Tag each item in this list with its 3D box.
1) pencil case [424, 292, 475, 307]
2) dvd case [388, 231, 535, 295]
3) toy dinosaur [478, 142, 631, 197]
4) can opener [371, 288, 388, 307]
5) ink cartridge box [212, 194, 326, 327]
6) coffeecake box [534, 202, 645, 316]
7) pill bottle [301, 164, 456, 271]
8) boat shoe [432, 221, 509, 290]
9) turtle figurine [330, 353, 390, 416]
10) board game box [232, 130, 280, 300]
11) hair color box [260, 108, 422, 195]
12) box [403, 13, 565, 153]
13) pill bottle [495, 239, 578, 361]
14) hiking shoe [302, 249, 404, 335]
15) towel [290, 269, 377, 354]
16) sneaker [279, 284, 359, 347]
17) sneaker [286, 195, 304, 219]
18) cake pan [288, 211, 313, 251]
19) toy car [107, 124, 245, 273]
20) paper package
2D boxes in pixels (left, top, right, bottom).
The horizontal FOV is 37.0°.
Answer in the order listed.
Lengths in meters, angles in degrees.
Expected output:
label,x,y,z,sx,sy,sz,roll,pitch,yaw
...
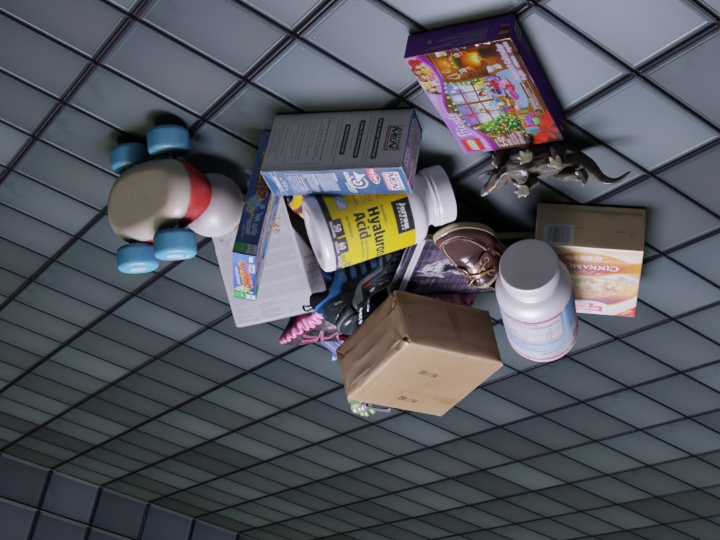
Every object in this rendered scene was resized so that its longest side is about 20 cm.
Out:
label,x,y,z,sx,sy,sz,roll,pitch,yaw
pencil case,0.116,0.061,1.805,0.082,0.087,0.200,-1,158,-24
dvd case,0.154,-0.009,1.649,0.198,0.016,0.149,-2,146,-16
toy dinosaur,0.246,-0.141,1.401,0.198,0.102,0.077,-10,112,13
can opener,0.043,0.059,1.780,0.066,0.053,0.201,7,129,30
ink cartridge box,-0.149,-0.022,1.694,0.162,0.202,0.057,-13,-179,31
coffeecake box,0.338,-0.013,1.598,0.152,0.074,0.200,4,152,13
pill bottle,0.027,-0.079,1.489,0.199,0.112,0.112,-19,153,-10
boat shoe,0.179,-0.010,1.570,0.072,0.072,0.200,-28,146,24
turtle figurine,0.039,0.222,2.065,0.198,0.145,0.194,9,156,12
board game box,-0.143,-0.077,1.521,0.034,0.201,0.136,11,153,0
hair color box,-0.024,-0.156,1.438,0.199,0.101,0.061,0,149,20
box,0.156,-0.222,1.317,0.136,0.039,0.200,-5,148,29
pill bottle,0.251,0.042,1.540,0.108,0.109,0.200,2,150,17
hiking shoe,0.000,0.000,1.638,0.086,0.200,0.075,30,149,13
towel,-0.050,0.066,1.808,0.145,0.024,0.200,41,148,-6
sneaker,-0.064,0.096,1.781,0.095,0.079,0.200,32,151,-16
sneaker,-0.060,-0.097,1.603,0.089,0.075,0.201,12,147,16
cake pan,-0.127,-0.033,1.769,0.199,0.037,0.201,9,151,5
toy car,-0.251,-0.095,1.596,0.176,0.186,0.199,-16,165,41
paper package,0.092,0.134,1.708,0.199,0.104,0.191,13,139,-32
